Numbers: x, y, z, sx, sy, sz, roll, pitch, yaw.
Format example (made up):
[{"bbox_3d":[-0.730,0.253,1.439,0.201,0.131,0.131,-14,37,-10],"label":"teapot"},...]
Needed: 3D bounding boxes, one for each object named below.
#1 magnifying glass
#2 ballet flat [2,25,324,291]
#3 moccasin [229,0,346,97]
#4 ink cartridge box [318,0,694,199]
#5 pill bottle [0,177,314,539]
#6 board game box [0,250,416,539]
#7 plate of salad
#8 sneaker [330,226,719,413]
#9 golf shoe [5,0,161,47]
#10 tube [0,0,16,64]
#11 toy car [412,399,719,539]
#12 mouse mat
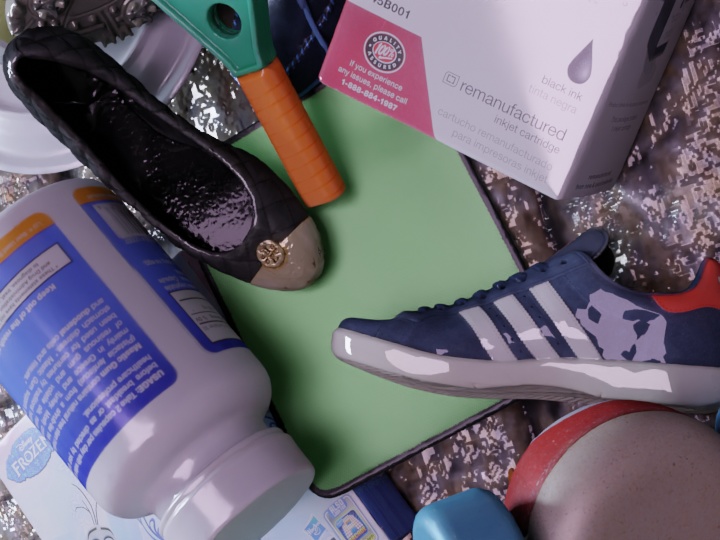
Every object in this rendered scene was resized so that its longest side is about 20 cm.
[{"bbox_3d":[-0.063,-0.121,0.859,0.079,0.022,0.200,-13,117,35],"label":"magnifying glass"},{"bbox_3d":[-0.104,-0.051,0.879,0.200,0.057,0.067,37,107,-8],"label":"ballet flat"},{"bbox_3d":[-0.026,-0.183,0.873,0.080,0.068,0.201,28,106,22],"label":"moccasin"},{"bbox_3d":[0.086,-0.154,0.808,0.145,0.085,0.201,28,107,20],"label":"ink cartridge box"},{"bbox_3d":[-0.118,0.057,0.888,0.200,0.112,0.112,48,116,16],"label":"pill bottle"},{"bbox_3d":[-0.096,0.125,0.973,0.200,0.043,0.199,-44,76,26],"label":"board game box"},{"bbox_3d":[-0.168,-0.149,0.970,0.199,0.048,0.201,-5,75,20],"label":"plate of salad"},{"bbox_3d":[0.086,0.021,0.836,0.199,0.075,0.085,4,82,11],"label":"sneaker"},{"bbox_3d":[-0.120,-0.202,0.912,0.200,0.078,0.097,-45,48,0],"label":"golf shoe"},{"bbox_3d":[-0.182,-0.215,0.941,0.058,0.052,0.201,19,77,-14],"label":"tube"},{"bbox_3d":[0.102,0.134,0.797,0.200,0.184,0.178,-157,51,-69],"label":"toy car"},{"bbox_3d":[0.000,0.000,0.899,0.161,0.008,0.201,-29,79,14],"label":"mouse mat"}]
